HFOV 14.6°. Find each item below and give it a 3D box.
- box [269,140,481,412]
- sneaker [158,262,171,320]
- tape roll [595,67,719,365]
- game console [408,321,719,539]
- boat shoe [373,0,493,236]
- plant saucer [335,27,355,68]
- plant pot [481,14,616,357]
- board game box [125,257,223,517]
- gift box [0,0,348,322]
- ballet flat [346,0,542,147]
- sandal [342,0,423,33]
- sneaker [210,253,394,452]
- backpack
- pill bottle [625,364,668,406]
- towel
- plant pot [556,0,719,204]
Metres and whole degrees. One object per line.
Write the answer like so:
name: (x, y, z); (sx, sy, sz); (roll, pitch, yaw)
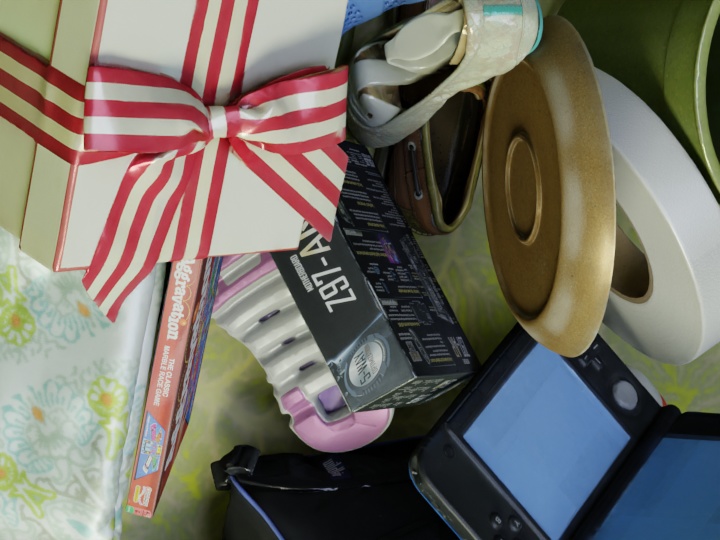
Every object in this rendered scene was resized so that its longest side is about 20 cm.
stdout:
box: (0.000, 0.000, 1.628); (0.043, 0.200, 0.161); (-29, 83, 11)
sneaker: (-0.165, 0.039, 1.623); (0.076, 0.091, 0.201); (27, 86, -33)
tape roll: (0.160, -0.034, 1.737); (0.037, 0.203, 0.203); (-33, 114, -18)
game console: (0.154, 0.104, 1.649); (0.171, 0.118, 0.200); (49, 43, -6)
boat shoe: (0.058, -0.121, 1.738); (0.072, 0.068, 0.201); (1, 98, -30)
plant saucer: (-0.082, -0.156, 1.672); (0.199, 0.031, 0.201); (-6, 101, -29)
plant pot: (0.105, -0.048, 1.644); (0.027, 0.200, 0.201); (-4, 101, -14)
board game box: (-0.101, 0.033, 1.613); (0.019, 0.103, 0.201); (15, 123, 3)
gift box: (-0.115, -0.091, 1.464); (0.184, 0.186, 0.201); (-11, 118, -38)
ballet flat: (0.030, -0.125, 1.658); (0.062, 0.200, 0.068); (-2, 73, -34)
sandal: (0.012, -0.185, 1.645); (0.087, 0.079, 0.200); (35, 81, 2)
sneaker: (-0.044, 0.011, 1.699); (0.080, 0.089, 0.201); (-26, 105, 21)
backpack: (0.028, 0.191, 1.717); (0.199, 0.183, 0.148); (-12, 128, -29)
pill bottle: (0.164, 0.131, 1.820); (0.112, 0.112, 0.200); (-47, 119, -15)
towel: (-0.204, 0.051, 1.571); (0.170, 0.048, 0.201); (11, 97, 9)
plant pot: (0.220, -0.125, 1.755); (0.199, 0.190, 0.201); (-6, 100, -35)
